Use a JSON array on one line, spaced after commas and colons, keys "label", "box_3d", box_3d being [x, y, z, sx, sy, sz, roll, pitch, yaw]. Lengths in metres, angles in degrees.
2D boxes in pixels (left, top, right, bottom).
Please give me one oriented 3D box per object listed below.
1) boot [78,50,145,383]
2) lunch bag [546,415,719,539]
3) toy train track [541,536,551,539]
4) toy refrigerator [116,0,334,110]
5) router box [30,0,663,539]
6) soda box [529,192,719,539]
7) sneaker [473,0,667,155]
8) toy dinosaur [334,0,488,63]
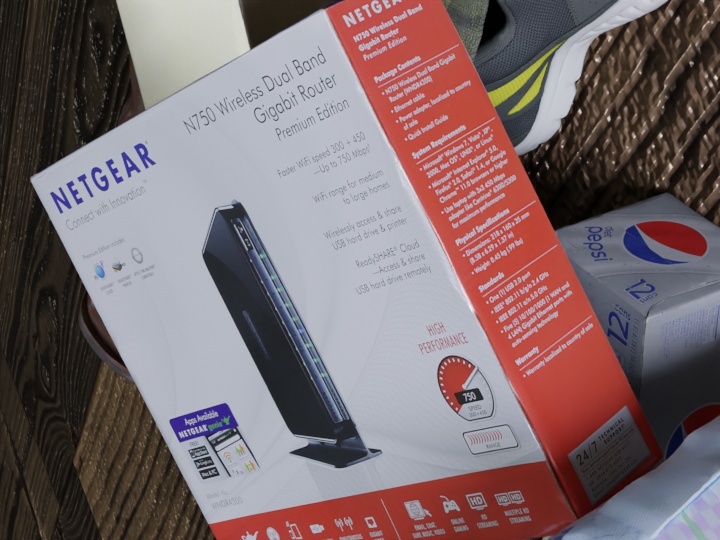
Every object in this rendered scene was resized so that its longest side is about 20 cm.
[{"label": "boot", "box_3d": [-0.091, -0.067, 0.839, 0.187, 0.064, 0.201, -118, 39, -51]}, {"label": "lunch bag", "box_3d": [0.111, 0.141, 0.536, 0.127, 0.169, 0.201, 11, 117, 39]}, {"label": "toy train track", "box_3d": [0.037, 0.103, 0.671, 0.200, 0.032, 0.115, 55, 132, 41]}, {"label": "toy refrigerator", "box_3d": [-0.038, -0.054, 0.693, 0.070, 0.076, 0.201, -1, 111, 36]}, {"label": "router box", "box_3d": [-0.014, 0.013, 0.605, 0.200, 0.049, 0.180, -21, 98, 51]}, {"label": "soda box", "box_3d": [0.107, 0.076, 0.661, 0.068, 0.063, 0.201, 41, 141, 48]}, {"label": "sneaker", "box_3d": [0.046, -0.097, 0.660, 0.075, 0.084, 0.200, 69, 155, 16]}, {"label": "toy dinosaur", "box_3d": [0.011, -0.070, 0.609, 0.088, 0.047, 0.200, 39, 150, 22]}]
